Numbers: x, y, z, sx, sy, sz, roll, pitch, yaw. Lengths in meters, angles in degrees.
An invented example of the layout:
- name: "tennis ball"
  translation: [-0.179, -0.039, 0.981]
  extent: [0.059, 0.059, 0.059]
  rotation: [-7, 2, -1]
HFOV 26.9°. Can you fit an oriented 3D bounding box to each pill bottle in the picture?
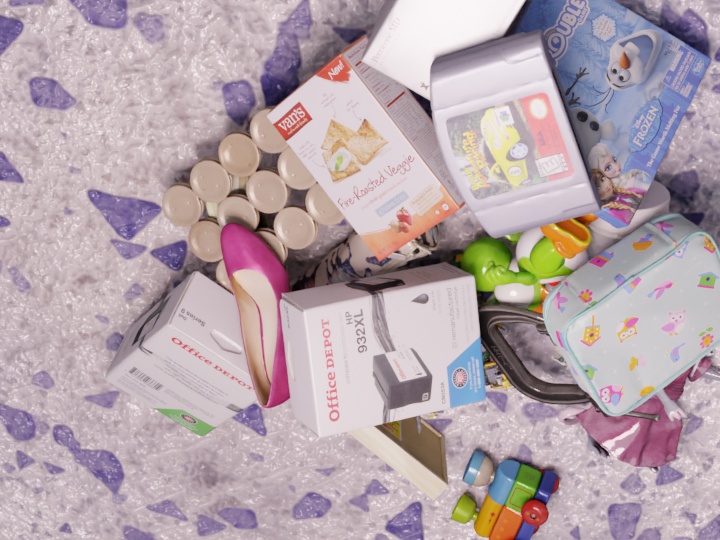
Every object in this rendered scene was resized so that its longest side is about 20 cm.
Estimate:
- name: "pill bottle"
  translation: [0.288, 0.002, 1.665]
  extent: [0.114, 0.114, 0.201]
  rotation: [4, 120, 7]

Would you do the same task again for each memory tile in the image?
- name: "memory tile"
  translation: [-0.118, -0.075, 1.673]
  extent: [0.200, 0.017, 0.153]
  rotation: [-36, 95, 28]

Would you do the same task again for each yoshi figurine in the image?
- name: "yoshi figurine"
  translation: [0.171, -0.021, 1.635]
  extent: [0.112, 0.112, 0.200]
  rotation: [-1, 149, -29]

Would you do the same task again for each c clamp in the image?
- name: "c clamp"
  translation: [0.217, 0.099, 1.673]
  extent: [0.170, 0.027, 0.200]
  rotation: [-5, 136, 47]

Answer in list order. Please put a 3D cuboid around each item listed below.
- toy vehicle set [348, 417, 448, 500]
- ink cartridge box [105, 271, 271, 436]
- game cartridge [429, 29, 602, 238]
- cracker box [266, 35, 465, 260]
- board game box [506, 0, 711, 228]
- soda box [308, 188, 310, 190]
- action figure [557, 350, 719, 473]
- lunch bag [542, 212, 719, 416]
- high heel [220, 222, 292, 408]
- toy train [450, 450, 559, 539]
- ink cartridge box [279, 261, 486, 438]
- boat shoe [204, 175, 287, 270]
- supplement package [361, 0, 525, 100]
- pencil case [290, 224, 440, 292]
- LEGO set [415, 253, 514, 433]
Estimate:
- name: "toy vehicle set"
  translation: [0.021, 0.177, 1.801]
  extent: [0.200, 0.124, 0.027]
  rotation: [40, 107, -13]
- name: "ink cartridge box"
  translation: [-0.189, 0.102, 1.768]
  extent: [0.146, 0.084, 0.200]
  rotation: [34, 145, -16]
- name: "game cartridge"
  translation: [0.146, -0.128, 1.484]
  extent: [0.133, 0.041, 0.201]
  rotation: [-13, 118, 22]
- name: "cracker box"
  translation: [0.012, -0.125, 1.574]
  extent: [0.200, 0.058, 0.134]
  rotation: [52, 134, -5]
- name: "board game box"
  translation: [0.231, -0.178, 1.551]
  extent: [0.198, 0.043, 0.201]
  rotation: [28, 82, -7]
- name: "soda box"
  translation: [0.043, -0.113, 1.665]
  extent: [0.199, 0.068, 0.064]
  rotation: [-8, 115, 14]
- name: "action figure"
  translation: [0.349, 0.132, 1.760]
  extent: [0.149, 0.134, 0.201]
  rotation: [37, 113, 37]
- name: "lunch bag"
  translation: [0.294, 0.050, 1.577]
  extent: [0.200, 0.077, 0.161]
  rotation: [-35, 123, -3]
- name: "high heel"
  translation: [-0.119, 0.050, 1.657]
  extent: [0.067, 0.096, 0.201]
  rotation: [-11, 107, 32]
- name: "toy train"
  translation: [0.163, 0.321, 1.891]
  extent: [0.115, 0.085, 0.201]
  rotation: [24, 121, 7]
- name: "ink cartridge box"
  translation: [0.025, 0.084, 1.631]
  extent: [0.199, 0.084, 0.146]
  rotation: [-11, 104, -19]
- name: "boat shoe"
  translation: [-0.117, -0.022, 1.745]
  extent: [0.063, 0.073, 0.201]
  rotation: [-12, 110, 21]
- name: "supplement package"
  translation: [0.102, -0.290, 1.506]
  extent: [0.111, 0.156, 0.200]
  rotation: [28, 120, -7]
- name: "pencil case"
  translation: [0.000, 0.000, 1.724]
  extent: [0.078, 0.090, 0.200]
  rotation: [38, 118, -21]
- name: "LEGO set"
  translation: [0.095, 0.090, 1.744]
  extent: [0.153, 0.116, 0.201]
  rotation: [-7, 118, 13]
